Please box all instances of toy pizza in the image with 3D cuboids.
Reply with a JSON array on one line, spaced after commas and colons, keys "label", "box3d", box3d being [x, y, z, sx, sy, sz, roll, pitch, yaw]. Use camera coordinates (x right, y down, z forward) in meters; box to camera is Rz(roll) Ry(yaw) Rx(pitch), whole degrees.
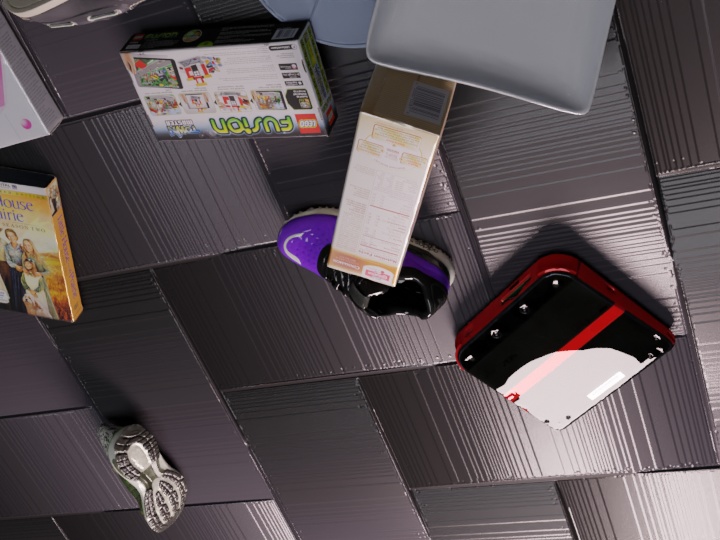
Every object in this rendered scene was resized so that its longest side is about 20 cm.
[{"label": "toy pizza", "box3d": [-0.019, -0.293, 0.959, 0.197, 0.032, 0.202, 10, 133, 11]}]

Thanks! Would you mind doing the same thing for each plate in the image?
[{"label": "plate", "box3d": [0.118, -0.250, 0.894, 0.196, 0.032, 0.203, 13, 98, -2]}]

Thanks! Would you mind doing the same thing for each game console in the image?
[{"label": "game console", "box3d": [0.218, 0.082, 1.186, 0.175, 0.031, 0.200, 32, 130, -15]}]

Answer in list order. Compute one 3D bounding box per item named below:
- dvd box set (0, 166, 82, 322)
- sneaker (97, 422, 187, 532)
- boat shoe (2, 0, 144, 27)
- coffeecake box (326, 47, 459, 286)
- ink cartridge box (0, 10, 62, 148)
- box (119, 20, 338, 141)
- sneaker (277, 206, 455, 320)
[{"label": "dvd box set", "box3d": [-0.417, -0.033, 1.287, 0.144, 0.030, 0.202, 10, 129, 10]}, {"label": "sneaker", "box3d": [-0.304, 0.276, 1.484, 0.088, 0.077, 0.202, 22, 140, 42]}, {"label": "boat shoe", "box3d": [-0.247, -0.279, 1.039, 0.196, 0.074, 0.063, -9, 167, 16]}, {"label": "coffeecake box", "box3d": [0.033, -0.112, 0.985, 0.072, 0.155, 0.201, 16, 141, 1]}, {"label": "ink cartridge box", "box3d": [-0.448, -0.217, 1.147, 0.193, 0.044, 0.202, -10, 124, 24]}, {"label": "box", "box3d": [-0.130, -0.183, 1.059, 0.197, 0.035, 0.111, 2, 134, 22]}, {"label": "sneaker", "box3d": [0.000, 0.000, 1.136, 0.197, 0.100, 0.070, 16, 128, 4]}]
